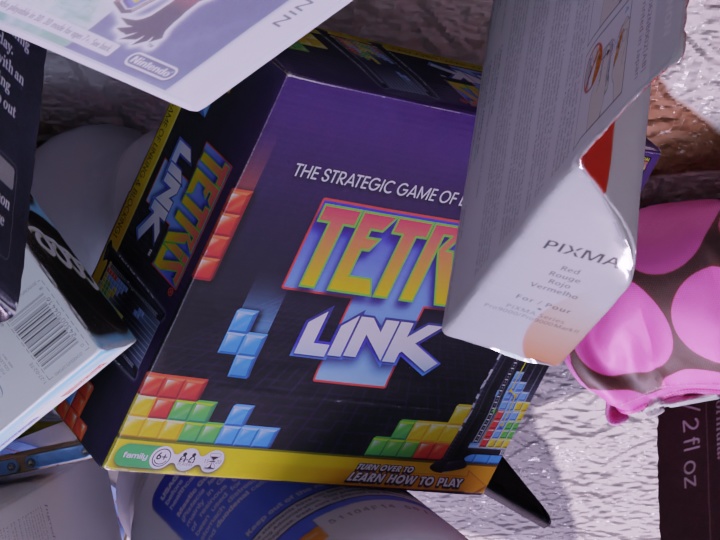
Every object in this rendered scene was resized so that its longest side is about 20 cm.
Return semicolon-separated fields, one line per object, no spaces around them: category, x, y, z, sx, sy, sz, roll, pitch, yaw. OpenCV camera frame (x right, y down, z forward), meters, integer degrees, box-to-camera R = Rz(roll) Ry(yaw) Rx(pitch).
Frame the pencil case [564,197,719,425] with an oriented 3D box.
pencil case;0.181;0.014;1.009;0.199;0.094;0.090;-6;174;39

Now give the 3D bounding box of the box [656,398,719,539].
box;0.258;0.082;1.084;0.199;0.167;0.164;-18;146;35

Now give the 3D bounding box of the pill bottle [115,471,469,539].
pill bottle;-0.030;0.124;1.023;0.112;0.113;0.200;19;-172;-30

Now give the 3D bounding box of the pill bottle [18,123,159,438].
pill bottle;-0.125;0.004;1.020;0.199;0.113;0.112;-22;145;39

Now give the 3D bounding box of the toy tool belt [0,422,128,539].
toy tool belt;-0.194;0.097;1.199;0.199;0.124;0.125;22;148;-33

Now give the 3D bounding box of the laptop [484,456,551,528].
laptop;-0.045;0.066;1.138;0.116;0.200;0.187;-48;137;9

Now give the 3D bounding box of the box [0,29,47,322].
box;-0.206;-0.084;0.749;0.196;0.201;0.117;-10;151;22

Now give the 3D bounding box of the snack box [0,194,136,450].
snack box;-0.185;-0.020;0.863;0.116;0.200;0.037;-38;175;15

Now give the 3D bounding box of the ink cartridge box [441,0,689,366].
ink cartridge box;0.087;-0.082;0.774;0.050;0.163;0.200;16;152;-13

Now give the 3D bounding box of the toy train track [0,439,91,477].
toy train track;-0.160;0.070;0.985;0.199;0.033;0.115;-12;-179;17

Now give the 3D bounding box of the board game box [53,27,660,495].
board game box;0.000;0.000;0.920;0.199;0.057;0.166;7;117;-42

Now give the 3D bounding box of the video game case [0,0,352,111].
video game case;-0.032;-0.121;0.686;0.182;0.023;0.200;-34;157;19

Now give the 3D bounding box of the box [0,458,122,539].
box;-0.175;0.142;0.975;0.124;0.098;0.200;-12;-178;9
